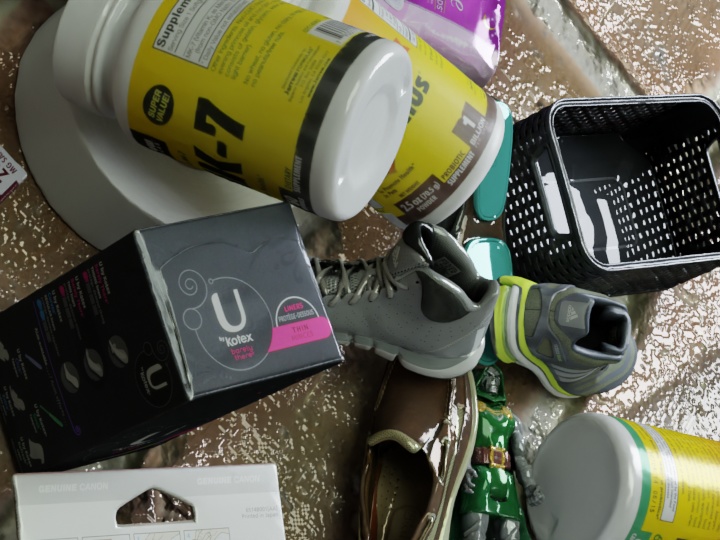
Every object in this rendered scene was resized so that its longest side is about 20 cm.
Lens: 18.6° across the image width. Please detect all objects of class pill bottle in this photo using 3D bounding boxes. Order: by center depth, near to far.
[{"bbox_3d":[-0.079,-0.115,1.338,0.199,0.115,0.114,22,49,19],"label":"pill bottle"},{"bbox_3d":[-0.008,-0.122,1.458,0.200,0.109,0.110,37,53,-21],"label":"pill bottle"},{"bbox_3d":[0.230,0.175,1.624,0.199,0.113,0.113,15,64,-35],"label":"pill bottle"}]

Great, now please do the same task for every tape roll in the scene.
[{"bbox_3d":[-0.127,-0.104,1.475,0.202,0.071,0.203,16,63,-34],"label":"tape roll"}]

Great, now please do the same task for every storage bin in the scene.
[{"bbox_3d":[0.198,-0.056,1.704,0.199,0.094,0.136,-6,77,-39],"label":"storage bin"}]

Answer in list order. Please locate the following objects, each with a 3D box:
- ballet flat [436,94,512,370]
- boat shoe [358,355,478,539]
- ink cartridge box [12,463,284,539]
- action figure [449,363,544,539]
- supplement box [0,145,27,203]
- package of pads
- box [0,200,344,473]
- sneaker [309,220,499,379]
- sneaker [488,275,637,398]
[{"bbox_3d":[0.075,-0.028,1.601,0.068,0.068,0.201,8,84,-46],"label":"ballet flat"},{"bbox_3d":[0.036,0.123,1.499,0.075,0.074,0.203,58,33,-59],"label":"boat shoe"},{"bbox_3d":[-0.128,0.213,1.355,0.199,0.045,0.177,2,72,-39],"label":"ink cartridge box"},{"bbox_3d":[0.090,0.158,1.561,0.118,0.055,0.201,15,60,-31],"label":"action figure"},{"bbox_3d":[-0.303,-0.030,1.311,0.109,0.061,0.200,49,51,-13],"label":"supplement box"},{"bbox_3d":[0.015,-0.216,1.631,0.199,0.076,0.121,22,63,-31],"label":"package of pads"},{"bbox_3d":[-0.125,0.045,1.330,0.122,0.200,0.106,-13,81,-41],"label":"box"},{"bbox_3d":[0.000,0.000,1.471,0.199,0.116,0.075,12,50,-10],"label":"sneaker"},{"bbox_3d":[0.165,0.053,1.611,0.200,0.081,0.074,20,75,-60],"label":"sneaker"}]
